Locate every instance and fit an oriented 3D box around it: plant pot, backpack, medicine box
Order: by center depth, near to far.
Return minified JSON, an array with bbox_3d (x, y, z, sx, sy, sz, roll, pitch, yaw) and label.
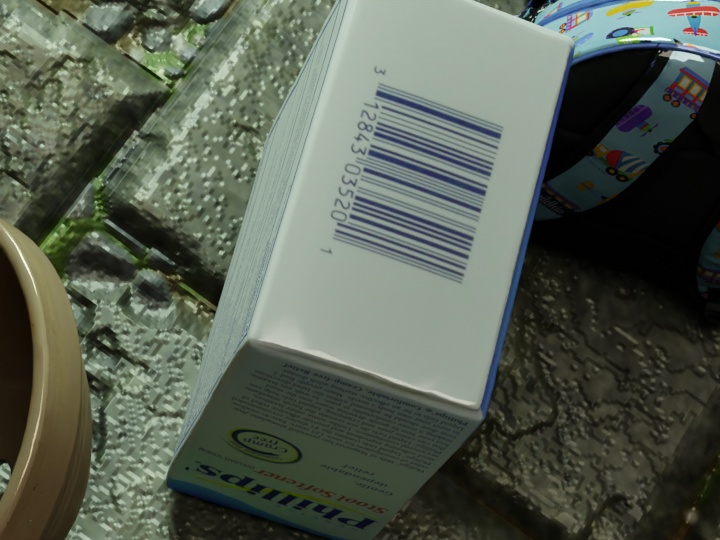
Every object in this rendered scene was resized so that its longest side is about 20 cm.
[{"bbox_3d":[-0.179,0.077,0.949,0.093,0.200,0.202,33,54,-49],"label":"plant pot"},{"bbox_3d":[0.000,0.000,0.998,0.102,0.200,0.183,19,65,-7],"label":"medicine box"},{"bbox_3d":[0.154,-0.082,1.080,0.181,0.200,0.135,19,65,-8],"label":"backpack"}]
